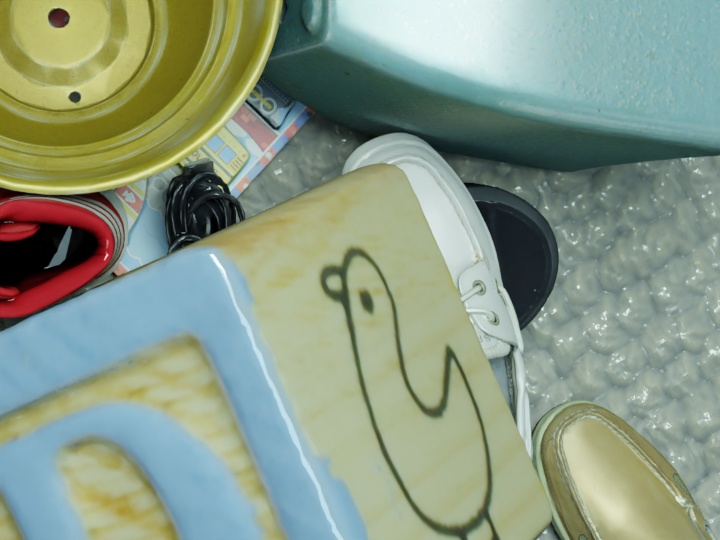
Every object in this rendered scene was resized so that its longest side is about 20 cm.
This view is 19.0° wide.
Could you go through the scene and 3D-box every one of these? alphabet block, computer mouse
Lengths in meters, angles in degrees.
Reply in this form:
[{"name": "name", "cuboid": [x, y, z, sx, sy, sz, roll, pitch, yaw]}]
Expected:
[{"name": "alphabet block", "cuboid": [-0.060, 0.086, 0.941, 0.196, 0.200, 0.196, -21, 95, 25]}, {"name": "computer mouse", "cuboid": [0.000, 0.000, 1.095, 0.199, 0.053, 0.139, -8, 107, -9]}]

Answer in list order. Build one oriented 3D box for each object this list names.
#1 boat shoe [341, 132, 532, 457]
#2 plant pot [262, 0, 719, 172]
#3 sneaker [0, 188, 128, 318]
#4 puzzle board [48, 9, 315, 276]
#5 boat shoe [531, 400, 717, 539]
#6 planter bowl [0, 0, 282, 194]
[{"name": "boat shoe", "cuboid": [0.047, 0.030, 1.048, 0.071, 0.069, 0.201, -23, 110, -3]}, {"name": "plant pot", "cuboid": [0.053, -0.154, 1.021, 0.199, 0.196, 0.197, 2, 89, -22]}, {"name": "sneaker", "cuboid": [-0.202, -0.013, 0.949, 0.199, 0.116, 0.079, -10, 94, -6]}, {"name": "puzzle board", "cuboid": [-0.132, -0.108, 1.090, 0.200, 0.017, 0.151, 43, 82, -8]}, {"name": "boat shoe", "cuboid": [0.163, 0.153, 1.118, 0.072, 0.076, 0.200, -38, 97, -9]}, {"name": "planter bowl", "cuboid": [-0.138, -0.125, 0.983, 0.199, 0.083, 0.201, 1, 80, -8]}]
